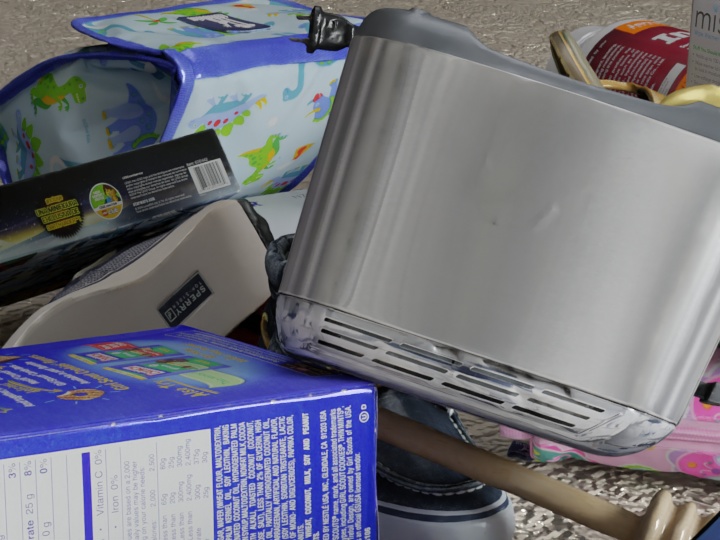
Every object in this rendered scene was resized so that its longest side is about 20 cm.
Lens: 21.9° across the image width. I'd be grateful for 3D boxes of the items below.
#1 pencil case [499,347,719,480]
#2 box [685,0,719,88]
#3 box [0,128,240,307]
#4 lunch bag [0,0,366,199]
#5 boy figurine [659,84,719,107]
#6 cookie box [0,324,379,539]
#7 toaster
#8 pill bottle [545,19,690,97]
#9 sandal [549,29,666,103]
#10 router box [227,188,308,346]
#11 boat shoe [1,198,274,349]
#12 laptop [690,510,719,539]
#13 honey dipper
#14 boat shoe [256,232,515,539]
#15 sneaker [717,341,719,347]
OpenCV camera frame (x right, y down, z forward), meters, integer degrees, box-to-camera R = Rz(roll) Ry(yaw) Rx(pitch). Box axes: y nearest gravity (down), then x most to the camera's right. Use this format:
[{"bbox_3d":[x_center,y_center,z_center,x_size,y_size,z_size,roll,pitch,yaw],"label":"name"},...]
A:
[{"bbox_3d":[0.164,0.058,0.808,0.199,0.088,0.087,7,17,14],"label":"pencil case"},{"bbox_3d":[0.281,-0.069,1.089,0.096,0.177,0.200,-6,18,-27],"label":"box"},{"bbox_3d":[-0.176,-0.011,0.923,0.200,0.040,0.137,-20,-5,-43],"label":"box"},{"bbox_3d":[-0.099,-0.093,1.086,0.170,0.128,0.200,-17,-4,-44],"label":"lunch bag"},{"bbox_3d":[0.150,-0.048,1.003,0.064,0.124,0.200,-40,-8,-17],"label":"boy figurine"},{"bbox_3d":[-0.120,0.075,0.676,0.200,0.075,0.171,-6,8,-29],"label":"cookie box"},{"bbox_3d":[0.051,-0.012,0.684,0.200,0.129,0.114,19,-5,3],"label":"toaster"},{"bbox_3d":[0.223,-0.123,1.369,0.113,0.113,0.200,-6,19,-28],"label":"pill bottle"},{"bbox_3d":[0.182,-0.069,1.113,0.200,0.054,0.080,52,-4,22],"label":"sandal"},{"bbox_3d":[0.000,0.000,1.032,0.200,0.049,0.179,-11,21,-38],"label":"router box"},{"bbox_3d":[-0.124,0.038,0.882,0.093,0.075,0.200,-23,10,41],"label":"boat shoe"},{"bbox_3d":[0.052,0.105,0.593,0.199,0.104,0.177,5,16,11],"label":"laptop"},{"bbox_3d":[0.058,0.078,0.711,0.200,0.038,0.038,23,21,11],"label":"honey dipper"},{"bbox_3d":[0.002,0.048,0.798,0.071,0.091,0.200,-6,19,-26],"label":"boat shoe"},{"bbox_3d":[0.099,0.007,0.775,0.200,0.079,0.075,23,-11,21],"label":"sneaker"}]
